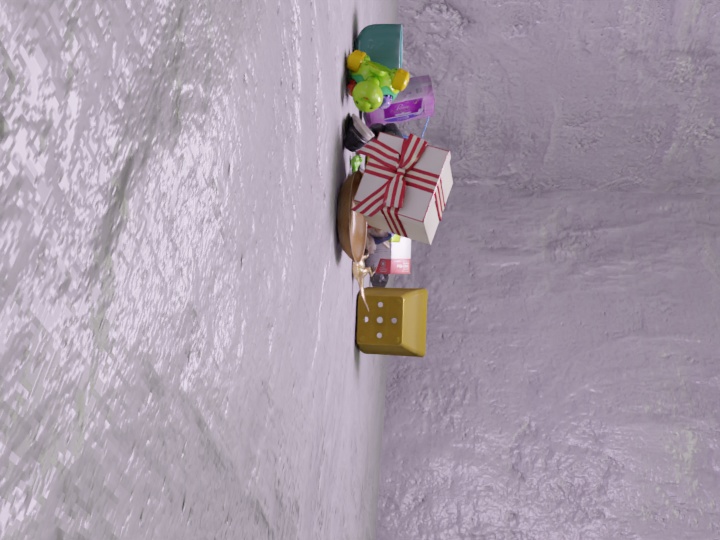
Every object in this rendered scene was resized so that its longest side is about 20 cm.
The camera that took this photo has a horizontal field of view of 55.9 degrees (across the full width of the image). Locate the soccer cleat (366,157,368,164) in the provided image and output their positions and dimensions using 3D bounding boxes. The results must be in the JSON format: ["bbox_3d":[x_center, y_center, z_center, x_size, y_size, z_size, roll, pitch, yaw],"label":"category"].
[{"bbox_3d":[0.042,-0.369,2.070,0.084,0.064,0.201,57,26,-23],"label":"soccer cleat"}]

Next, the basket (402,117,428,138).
[{"bbox_3d":[0.129,-0.457,2.271,0.139,0.173,0.204,-36,139,-78],"label":"basket"}]

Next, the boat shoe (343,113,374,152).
[{"bbox_3d":[-0.012,-0.312,1.557,0.063,0.073,0.200,-45,-169,12],"label":"boat shoe"}]

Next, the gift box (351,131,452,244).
[{"bbox_3d":[0.081,-0.173,1.452,0.187,0.197,0.188,57,48,-71],"label":"gift box"}]

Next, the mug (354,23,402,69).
[{"bbox_3d":[0.045,-0.512,1.674,0.186,0.112,0.154,86,7,-51],"label":"mug"}]

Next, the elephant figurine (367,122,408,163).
[{"bbox_3d":[0.065,-0.282,1.817,0.156,0.139,0.203,-89,174,-55],"label":"elephant figurine"}]

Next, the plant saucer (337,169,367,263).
[{"bbox_3d":[-0.020,-0.117,1.483,0.200,0.035,0.204,1,90,-79],"label":"plant saucer"}]

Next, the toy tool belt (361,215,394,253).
[{"bbox_3d":[0.044,-0.100,1.683,0.200,0.123,0.125,-60,130,-77],"label":"toy tool belt"}]

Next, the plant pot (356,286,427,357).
[{"bbox_3d":[0.079,0.145,1.957,0.176,0.196,0.204,18,74,-73],"label":"plant pot"}]

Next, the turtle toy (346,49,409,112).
[{"bbox_3d":[0.026,-0.412,1.507,0.201,0.144,0.102,-73,-174,-67],"label":"turtle toy"}]

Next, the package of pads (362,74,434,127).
[{"bbox_3d":[0.099,-0.452,1.820,0.121,0.196,0.077,74,6,-73],"label":"package of pads"}]

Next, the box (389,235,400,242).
[{"bbox_3d":[0.070,-0.189,1.923,0.047,0.121,0.204,1,100,-46],"label":"box"}]

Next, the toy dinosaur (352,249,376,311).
[{"bbox_3d":[0.000,0.000,1.798,0.101,0.057,0.204,-35,121,-65],"label":"toy dinosaur"}]

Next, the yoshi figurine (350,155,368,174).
[{"bbox_3d":[0.027,-0.229,1.652,0.200,0.110,0.114,-81,165,-72],"label":"yoshi figurine"}]

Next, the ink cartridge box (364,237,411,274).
[{"bbox_3d":[0.081,-0.094,2.022,0.146,0.082,0.204,7,-84,56],"label":"ink cartridge box"}]

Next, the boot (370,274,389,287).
[{"bbox_3d":[0.069,-0.006,2.430,0.200,0.071,0.185,99,-3,-79],"label":"boot"}]
